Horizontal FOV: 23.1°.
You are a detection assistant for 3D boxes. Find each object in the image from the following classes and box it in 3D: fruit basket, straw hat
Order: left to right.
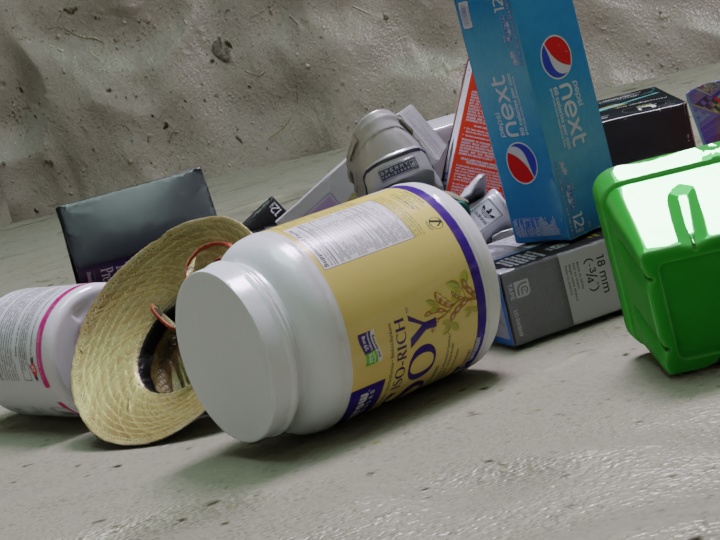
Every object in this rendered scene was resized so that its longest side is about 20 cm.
[{"bbox_3d":[-0.129,0.064,1.408,0.200,0.202,0.085,-10,-32,32],"label":"straw hat"},{"bbox_3d":[0.266,-0.026,1.180,0.214,0.156,0.216,-15,26,7],"label":"fruit basket"}]

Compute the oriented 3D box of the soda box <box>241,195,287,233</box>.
[{"bbox_3d":[-0.092,-0.011,1.707,0.063,0.071,0.200,-44,-1,-11],"label":"soda box"}]

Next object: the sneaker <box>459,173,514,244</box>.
[{"bbox_3d":[0.070,-0.028,1.503,0.115,0.075,0.200,-42,-16,15],"label":"sneaker"}]

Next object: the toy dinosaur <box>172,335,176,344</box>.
[{"bbox_3d":[-0.166,0.050,1.610,0.199,0.048,0.088,13,-3,-32],"label":"toy dinosaur"}]

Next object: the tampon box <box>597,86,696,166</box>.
[{"bbox_3d":[0.233,-0.088,1.651,0.149,0.127,0.200,-13,9,4],"label":"tampon box"}]

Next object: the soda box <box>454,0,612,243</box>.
[{"bbox_3d":[0.140,-0.126,1.369,0.068,0.201,0.064,-22,13,-37],"label":"soda box"}]

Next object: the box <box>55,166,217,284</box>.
[{"bbox_3d":[-0.202,0.000,1.683,0.140,0.079,0.200,-19,-27,-11],"label":"box"}]

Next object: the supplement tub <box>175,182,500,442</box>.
[{"bbox_3d":[-0.016,0.030,1.248,0.199,0.146,0.145,-21,10,-33],"label":"supplement tub"}]

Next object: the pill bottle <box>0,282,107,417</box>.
[{"bbox_3d":[-0.270,0.070,1.542,0.113,0.114,0.199,-21,10,-37],"label":"pill bottle"}]

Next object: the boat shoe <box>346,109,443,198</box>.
[{"bbox_3d":[0.020,-0.082,1.395,0.072,0.066,0.200,-24,-7,3],"label":"boat shoe"}]

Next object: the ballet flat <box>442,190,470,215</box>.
[{"bbox_3d":[0.000,0.000,1.386,0.200,0.068,0.062,-44,48,-8],"label":"ballet flat"}]

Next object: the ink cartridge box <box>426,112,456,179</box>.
[{"bbox_3d":[0.120,-0.088,1.787,0.199,0.146,0.084,-17,9,-13],"label":"ink cartridge box"}]

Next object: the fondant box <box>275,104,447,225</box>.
[{"bbox_3d":[0.005,-0.080,1.595,0.144,0.058,0.200,-41,2,9],"label":"fondant box"}]

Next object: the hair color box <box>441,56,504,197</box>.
[{"bbox_3d":[0.111,-0.102,1.658,0.063,0.202,0.111,13,2,-1],"label":"hair color box"}]

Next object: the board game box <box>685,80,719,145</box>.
[{"bbox_3d":[0.310,-0.057,1.265,0.157,0.200,0.039,17,66,34],"label":"board game box"}]

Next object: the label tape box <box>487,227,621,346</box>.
[{"bbox_3d":[0.176,-0.003,1.411,0.199,0.064,0.144,-18,9,-17],"label":"label tape box"}]
